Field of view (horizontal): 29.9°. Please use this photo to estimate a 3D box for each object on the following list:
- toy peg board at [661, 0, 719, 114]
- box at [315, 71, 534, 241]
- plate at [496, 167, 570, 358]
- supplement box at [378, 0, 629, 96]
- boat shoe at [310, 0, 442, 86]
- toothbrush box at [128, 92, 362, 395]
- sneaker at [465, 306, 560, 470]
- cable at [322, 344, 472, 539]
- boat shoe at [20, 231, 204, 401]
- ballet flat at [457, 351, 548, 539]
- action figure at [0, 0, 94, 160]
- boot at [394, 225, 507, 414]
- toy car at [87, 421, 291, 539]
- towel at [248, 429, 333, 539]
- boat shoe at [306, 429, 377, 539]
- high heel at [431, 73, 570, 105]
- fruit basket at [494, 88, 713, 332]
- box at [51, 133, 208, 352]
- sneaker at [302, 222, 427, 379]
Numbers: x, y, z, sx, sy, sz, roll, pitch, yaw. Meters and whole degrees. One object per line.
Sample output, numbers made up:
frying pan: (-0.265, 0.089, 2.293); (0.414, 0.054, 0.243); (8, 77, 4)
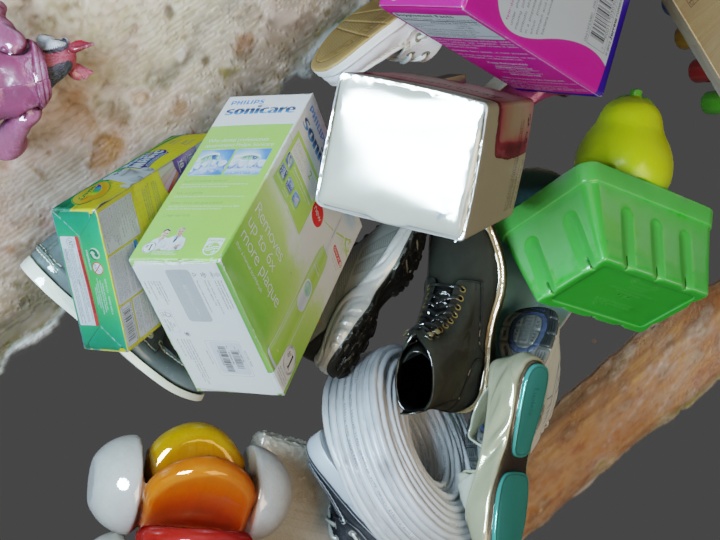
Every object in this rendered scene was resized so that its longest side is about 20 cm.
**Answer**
toy peg board: (0.403, -0.268, 1.411); (0.200, 0.098, 0.200); (-43, 109, -15)
box: (0.059, -0.101, 1.126); (0.200, 0.126, 0.110); (-24, 127, -71)
plate: (0.151, -0.006, 1.353); (0.198, 0.025, 0.203); (-13, 113, -32)
supplement box: (0.125, -0.230, 1.138); (0.199, 0.103, 0.102); (22, 84, -45)
boat shoe: (0.045, -0.211, 1.181); (0.199, 0.071, 0.070); (-39, 122, -19)
toothbrush box: (-0.084, -0.023, 1.080); (0.201, 0.085, 0.147); (-66, 146, -42)
sneaker: (0.161, 0.133, 1.312); (0.201, 0.074, 0.088); (-64, 143, -35)
cable: (0.042, 0.167, 1.239); (0.199, 0.069, 0.202); (9, 59, -63)
boat shoe: (-0.186, 0.036, 1.107); (0.062, 0.073, 0.200); (-50, 121, -5)
ballet flat: (0.122, 0.172, 1.217); (0.069, 0.069, 0.203); (20, 79, -37)
action figure: (-0.281, -0.133, 0.944); (0.198, 0.149, 0.136); (-18, 110, -13)
boot: (0.075, 0.031, 1.213); (0.138, 0.077, 0.203); (0, 85, -63)
toy car: (-0.144, 0.238, 1.139); (0.173, 0.150, 0.203); (6, 103, -19)
towel: (-0.044, 0.231, 1.296); (0.199, 0.034, 0.134); (20, 93, -36)
boat shoe: (-0.001, 0.234, 1.266); (0.067, 0.072, 0.200); (-31, 119, 14)
high heel: (0.147, -0.146, 1.275); (0.198, 0.067, 0.097); (-11, 103, -15)
fruit basket: (0.244, -0.065, 1.321); (0.214, 0.155, 0.218); (25, 49, -31)
box: (-0.159, -0.032, 1.072); (0.200, 0.048, 0.119); (-42, 128, -55)
sneaker: (0.000, 0.000, 1.222); (0.201, 0.079, 0.074); (-53, 159, -27)
